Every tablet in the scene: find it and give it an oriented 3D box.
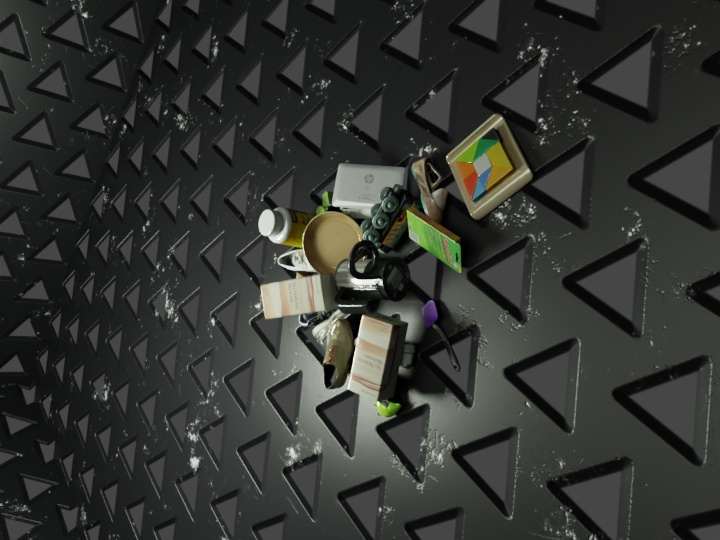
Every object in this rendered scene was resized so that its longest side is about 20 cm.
[{"bbox_3d":[0.022,-0.235,1.714,0.197,0.014,0.132,7,79,16],"label":"tablet"}]

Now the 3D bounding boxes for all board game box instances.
[{"bbox_3d":[0.192,-0.078,1.553,0.200,0.030,0.096,43,154,41],"label":"board game box"}]

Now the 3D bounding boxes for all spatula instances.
[{"bbox_3d":[0.206,0.166,1.543,0.057,0.020,0.201,-52,54,41],"label":"spatula"}]

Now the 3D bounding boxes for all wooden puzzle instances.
[{"bbox_3d":[0.308,-0.256,1.495,0.185,0.037,0.202,-39,59,33],"label":"wooden puzzle"}]

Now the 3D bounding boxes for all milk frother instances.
[{"bbox_3d":[0.000,0.000,1.634,0.187,0.180,0.202,-1,117,43],"label":"milk frother"}]

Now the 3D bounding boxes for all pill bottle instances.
[{"bbox_3d":[-0.210,-0.131,1.866,0.108,0.199,0.111,-7,79,42],"label":"pill bottle"}]

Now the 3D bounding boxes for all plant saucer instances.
[{"bbox_3d":[-0.072,-0.076,1.790,0.198,0.035,0.203,5,107,17],"label":"plant saucer"}]

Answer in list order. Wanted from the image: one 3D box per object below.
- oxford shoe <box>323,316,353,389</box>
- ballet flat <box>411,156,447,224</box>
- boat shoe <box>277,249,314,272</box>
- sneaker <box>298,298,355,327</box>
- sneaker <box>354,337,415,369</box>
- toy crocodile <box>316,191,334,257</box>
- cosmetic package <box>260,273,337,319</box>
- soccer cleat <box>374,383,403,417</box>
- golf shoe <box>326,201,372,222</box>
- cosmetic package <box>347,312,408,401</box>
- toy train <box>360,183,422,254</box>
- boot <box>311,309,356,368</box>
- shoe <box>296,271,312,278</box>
[{"bbox_3d":[-0.065,0.231,1.682,0.070,0.075,0.203,4,93,23],"label":"oxford shoe"},{"bbox_3d":[0.187,-0.211,1.588,0.067,0.068,0.202,-29,66,29],"label":"ballet flat"},{"bbox_3d":[-0.184,-0.030,1.916,0.199,0.065,0.075,-12,75,45],"label":"boat shoe"},{"bbox_3d":[-0.102,0.104,1.791,0.200,0.108,0.071,-45,57,30],"label":"sneaker"},{"bbox_3d":[0.057,0.222,1.644,0.198,0.073,0.072,4,83,44],"label":"sneaker"},{"bbox_3d":[-0.094,-0.139,1.849,0.061,0.067,0.203,3,88,40],"label":"toy crocodile"},{"bbox_3d":[-0.172,0.073,1.721,0.198,0.087,0.105,-12,86,24],"label":"cosmetic package"},{"bbox_3d":[0.051,0.298,1.653,0.081,0.067,0.201,-39,65,21],"label":"soccer cleat"},{"bbox_3d":[-0.012,-0.182,1.755,0.199,0.097,0.079,-20,69,39],"label":"golf shoe"},{"bbox_3d":[0.045,0.220,1.566,0.102,0.087,0.203,14,98,32],"label":"cosmetic package"},{"bbox_3d":[0.080,-0.134,1.647,0.201,0.113,0.086,-59,20,24],"label":"toy train"},{"bbox_3d":[-0.042,0.196,1.752,0.203,0.073,0.155,-36,66,32],"label":"boot"},{"bbox_3d":[-0.153,0.050,1.855,0.200,0.069,0.054,-146,70,-68],"label":"shoe"}]
